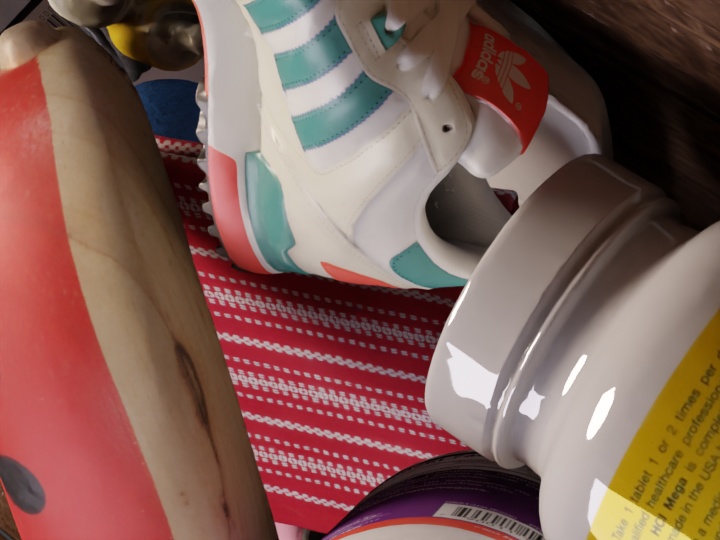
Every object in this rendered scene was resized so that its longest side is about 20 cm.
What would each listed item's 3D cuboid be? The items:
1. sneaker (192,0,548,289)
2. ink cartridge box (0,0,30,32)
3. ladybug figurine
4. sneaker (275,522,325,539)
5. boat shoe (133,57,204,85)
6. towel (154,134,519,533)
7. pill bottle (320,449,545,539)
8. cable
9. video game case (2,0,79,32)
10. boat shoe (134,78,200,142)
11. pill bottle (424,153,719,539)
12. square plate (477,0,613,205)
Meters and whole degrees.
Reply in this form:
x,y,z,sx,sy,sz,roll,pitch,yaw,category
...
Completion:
x,y,z,sx,sy,sz,roll,pitch,yaw,category
0.003,-0.071,0.725,0.093,0.070,0.200,12,138,19,sneaker
-0.194,-0.099,0.989,0.084,0.200,0.145,39,171,13,ink cartridge box
-0.078,0.025,0.833,0.136,0.072,0.201,-124,17,-74,ladybug figurine
0.041,0.100,1.088,0.082,0.199,0.070,-129,39,-56,sneaker
-0.018,-0.018,1.118,0.200,0.072,0.069,32,172,-7,boat shoe
0.003,0.032,0.931,0.144,0.023,0.200,10,143,24,towel
0.031,0.115,0.828,0.112,0.113,0.200,39,-170,5,pill bottle
-0.093,-0.095,0.892,0.097,0.050,0.200,44,168,-7,cable
-0.205,-0.090,1.130,0.181,0.200,0.026,40,139,-3,video game case
0.000,0.000,0.984,0.200,0.084,0.069,29,128,0,boat shoe
0.120,0.056,0.729,0.200,0.113,0.112,33,169,18,pill bottle
0.008,-0.068,0.872,0.198,0.028,0.200,37,170,18,square plate
